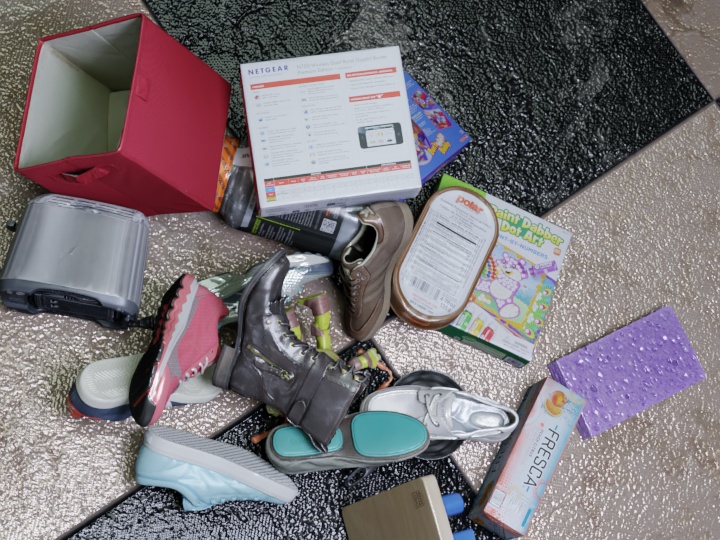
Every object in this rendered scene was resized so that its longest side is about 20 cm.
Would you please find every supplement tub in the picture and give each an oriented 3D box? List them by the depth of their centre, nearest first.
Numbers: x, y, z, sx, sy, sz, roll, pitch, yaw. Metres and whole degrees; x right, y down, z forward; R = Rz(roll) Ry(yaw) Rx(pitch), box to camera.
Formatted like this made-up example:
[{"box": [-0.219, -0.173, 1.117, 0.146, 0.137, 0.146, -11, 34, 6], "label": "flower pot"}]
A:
[{"box": [-0.091, -0.096, 1.569, 0.198, 0.123, 0.124, 17, 69, -10], "label": "supplement tub"}]

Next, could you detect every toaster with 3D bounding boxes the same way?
[{"box": [-0.331, -0.010, 1.483, 0.198, 0.114, 0.130, 10, 72, -8], "label": "toaster"}]

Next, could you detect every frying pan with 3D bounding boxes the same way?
[{"box": [0.068, 0.215, 1.561, 0.114, 0.031, 0.191, 29, 71, -2], "label": "frying pan"}]

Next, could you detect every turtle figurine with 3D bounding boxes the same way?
[{"box": [-0.060, 0.120, 1.517, 0.199, 0.064, 0.163, -23, 100, -16], "label": "turtle figurine"}]

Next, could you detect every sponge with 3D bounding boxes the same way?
[{"box": [0.360, 0.135, 1.663, 0.199, 0.030, 0.112, -23, 80, -20], "label": "sponge"}]

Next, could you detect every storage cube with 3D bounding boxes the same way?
[{"box": [-0.279, -0.176, 1.482, 0.170, 0.180, 0.202, -6, 67, 30], "label": "storage cube"}]

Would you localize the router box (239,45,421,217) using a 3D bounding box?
[{"box": [-0.037, -0.168, 1.495, 0.198, 0.049, 0.181, -7, 81, -7], "label": "router box"}]

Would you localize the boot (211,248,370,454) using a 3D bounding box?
[{"box": [-0.067, 0.094, 1.448, 0.173, 0.069, 0.202, 24, 103, 8], "label": "boot"}]

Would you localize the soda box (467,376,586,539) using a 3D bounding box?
[{"box": [0.212, 0.239, 1.571, 0.063, 0.068, 0.201, 31, 69, -3], "label": "soda box"}]

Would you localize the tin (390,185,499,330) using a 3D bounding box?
[{"box": [0.108, -0.018, 1.599, 0.111, 0.042, 0.201, 30, 68, -8], "label": "tin"}]

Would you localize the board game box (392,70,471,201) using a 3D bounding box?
[{"box": [0.053, -0.177, 1.618, 0.134, 0.045, 0.200, 46, 34, 3], "label": "board game box"}]

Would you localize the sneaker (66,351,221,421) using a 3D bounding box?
[{"box": [-0.262, 0.141, 1.485, 0.199, 0.084, 0.076, 2, 60, -39], "label": "sneaker"}]

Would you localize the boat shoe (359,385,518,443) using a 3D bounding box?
[{"box": [0.100, 0.174, 1.530, 0.198, 0.069, 0.072, 3, 75, -9], "label": "boat shoe"}]

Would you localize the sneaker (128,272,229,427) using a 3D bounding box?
[{"box": [-0.203, 0.098, 1.437, 0.086, 0.074, 0.201, 29, 53, -19], "label": "sneaker"}]

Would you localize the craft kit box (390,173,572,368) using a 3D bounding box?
[{"box": [0.163, 0.000, 1.649, 0.199, 0.049, 0.199, 24, 66, -6], "label": "craft kit box"}]

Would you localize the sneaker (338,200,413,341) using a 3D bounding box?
[{"box": [0.000, 0.000, 1.535, 0.075, 0.201, 0.070, -3, 34, -33], "label": "sneaker"}]

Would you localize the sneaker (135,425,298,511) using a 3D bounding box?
[{"box": [-0.176, 0.252, 1.478, 0.199, 0.074, 0.083, 22, 99, -12], "label": "sneaker"}]

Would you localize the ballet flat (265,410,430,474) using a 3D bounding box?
[{"box": [-0.016, 0.210, 1.498, 0.198, 0.064, 0.068, -3, 60, -3], "label": "ballet flat"}]

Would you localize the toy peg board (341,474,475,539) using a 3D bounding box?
[{"box": [0.088, 0.348, 1.446, 0.097, 0.199, 0.202, -8, 75, -33], "label": "toy peg board"}]

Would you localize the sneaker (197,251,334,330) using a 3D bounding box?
[{"box": [-0.123, 0.037, 1.553, 0.198, 0.078, 0.087, -18, 84, -10], "label": "sneaker"}]
